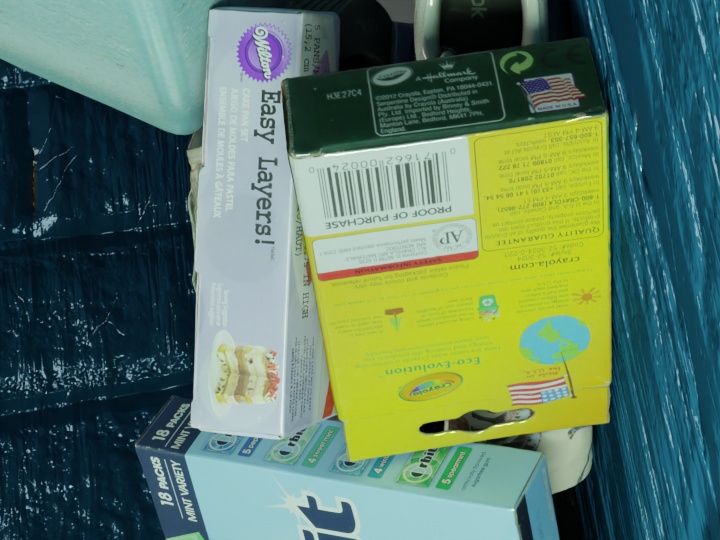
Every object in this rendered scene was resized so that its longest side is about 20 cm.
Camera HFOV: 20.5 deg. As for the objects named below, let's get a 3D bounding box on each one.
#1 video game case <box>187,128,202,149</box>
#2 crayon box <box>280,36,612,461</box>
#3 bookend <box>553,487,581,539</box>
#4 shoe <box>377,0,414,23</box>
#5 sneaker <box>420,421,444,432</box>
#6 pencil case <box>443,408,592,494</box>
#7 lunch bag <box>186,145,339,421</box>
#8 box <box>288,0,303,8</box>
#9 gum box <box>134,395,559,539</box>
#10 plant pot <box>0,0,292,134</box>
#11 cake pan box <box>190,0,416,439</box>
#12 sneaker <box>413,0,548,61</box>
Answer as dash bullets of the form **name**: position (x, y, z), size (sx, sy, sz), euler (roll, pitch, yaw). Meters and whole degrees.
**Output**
- **video game case**: position (-0.051, -0.180, 1.239), size (0.200, 0.025, 0.181), euler (-77, 11, -68)
- **crayon box**: position (0.041, -0.003, 0.851), size (0.200, 0.127, 0.051), euler (83, 180, -47)
- **bookend**: position (0.032, 0.231, 1.123), size (0.092, 0.198, 0.200), euler (32, -134, -64)
- **shoe**: position (0.037, -0.218, 1.123), size (0.091, 0.071, 0.200), euler (-9, -73, -68)
- **sneaker**: position (-0.004, 0.117, 1.194), size (0.099, 0.200, 0.071), euler (150, 105, -78)
- **pencil case**: position (0.063, 0.022, 0.980), size (0.078, 0.089, 0.200), euler (-130, 31, -78)
- **lunch bag**: position (0.000, 0.000, 1.111), size (0.118, 0.200, 0.164), euler (-8, -90, -80)
- **box**: position (-0.010, -0.193, 1.293), size (0.200, 0.050, 0.199), euler (115, 178, -45)
- **gum box**: position (0.003, 0.151, 0.975), size (0.045, 0.200, 0.170), euler (-55, -38, -45)
- **plant pot**: position (-0.115, -0.178, 0.950), size (0.196, 0.196, 0.200), euler (-57, -21, -24)
- **cake pan box**: position (-0.021, -0.032, 0.956), size (0.184, 0.052, 0.200), euler (-12, -75, -72)
- **sneaker**: position (0.052, -0.073, 0.863), size (0.092, 0.076, 0.200), euler (-77, -20, -64)
